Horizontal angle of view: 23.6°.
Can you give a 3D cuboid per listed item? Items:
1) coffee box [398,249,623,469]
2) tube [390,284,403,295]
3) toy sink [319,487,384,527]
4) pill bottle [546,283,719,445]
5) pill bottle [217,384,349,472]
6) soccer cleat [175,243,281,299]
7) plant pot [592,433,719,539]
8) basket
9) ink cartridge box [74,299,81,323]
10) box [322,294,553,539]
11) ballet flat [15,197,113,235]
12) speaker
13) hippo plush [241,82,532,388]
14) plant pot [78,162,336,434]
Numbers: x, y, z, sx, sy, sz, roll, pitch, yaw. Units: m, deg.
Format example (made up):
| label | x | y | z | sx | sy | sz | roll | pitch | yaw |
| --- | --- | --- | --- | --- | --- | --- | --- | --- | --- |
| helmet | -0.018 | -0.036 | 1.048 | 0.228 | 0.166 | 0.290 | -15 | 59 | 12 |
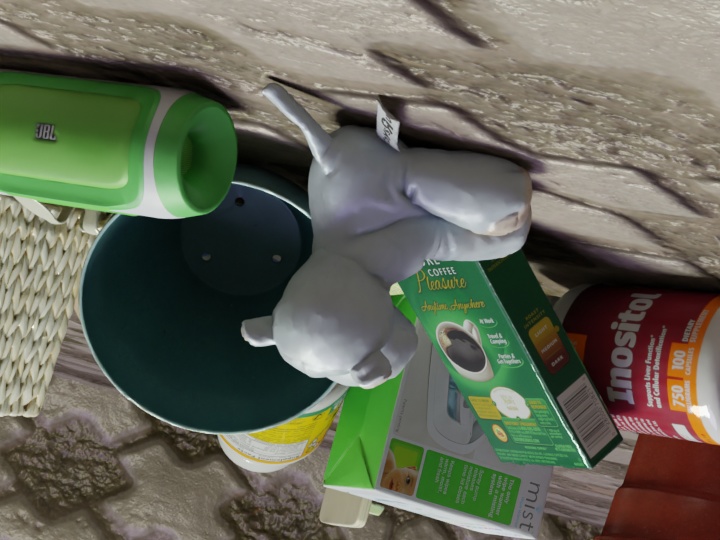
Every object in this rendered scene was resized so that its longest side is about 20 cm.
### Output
| label | x | y | z | sx | sy | sz | roll | pitch | yaw |
| --- | --- | --- | --- | --- | --- | --- | --- | --- | --- |
| coffee box | 0.105 | 0.055 | 1.288 | 0.200 | 0.044 | 0.123 | 59 | 153 | -12 |
| tube | 0.000 | 0.000 | 1.448 | 0.200 | 0.052 | 0.058 | -1 | -158 | 45 |
| toy sink | 0.044 | 0.226 | 2.105 | 0.112 | 0.200 | 0.130 | 19 | 167 | -19 |
| pill bottle | 0.212 | 0.068 | 1.326 | 0.200 | 0.113 | 0.113 | 4 | 165 | 41 |
| pill bottle | -0.072 | 0.105 | 1.510 | 0.113 | 0.113 | 0.200 | 15 | 151 | -5 |
| soccer cleat | -0.084 | -0.011 | 1.389 | 0.200 | 0.086 | 0.070 | 12 | -179 | -13 |
| plant pot | 0.307 | 0.151 | 1.400 | 0.201 | 0.195 | 0.201 | 14 | 169 | 3 |
| basket | -0.352 | 0.002 | 1.424 | 0.198 | 0.200 | 0.161 | 21 | -173 | 33 |
| ink cartridge box | -0.159 | 0.032 | 1.606 | 0.200 | 0.075 | 0.165 | 7 | 153 | 8 |
| box | 0.083 | 0.116 | 1.505 | 0.176 | 0.200 | 0.097 | 21 | 167 | -26 |
| ballet flat | -0.223 | -0.061 | 1.372 | 0.069 | 0.063 | 0.200 | 2 | 164 | 42 |
| speaker | -0.185 | -0.085 | 1.143 | 0.200 | 0.088 | 0.088 | 9 | 168 | 26 |
| hippo plush | 0.019 | -0.001 | 1.101 | 0.159 | 0.161 | 0.200 | 11 | 169 | 17 |
| plant pot | -0.097 | 0.001 | 1.277 | 0.200 | 0.200 | 0.135 | 15 | -156 | -4 |
